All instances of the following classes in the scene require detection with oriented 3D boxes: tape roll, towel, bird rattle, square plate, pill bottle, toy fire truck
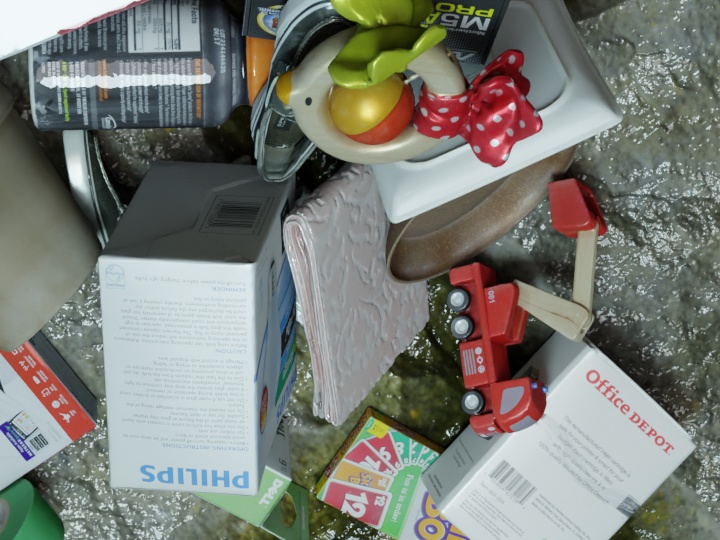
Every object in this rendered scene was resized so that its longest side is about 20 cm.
[{"bbox_3d":[-0.348,0.265,1.731,0.200,0.201,0.048,-33,111,8],"label":"tape roll"},{"bbox_3d":[0.000,0.000,1.670,0.032,0.200,0.193,5,118,25],"label":"towel"},{"bbox_3d":[0.031,-0.138,1.481,0.162,0.114,0.200,-25,144,26],"label":"bird rattle"},{"bbox_3d":[0.089,-0.144,1.608,0.199,0.199,0.029,-24,131,5],"label":"square plate"},{"bbox_3d":[-0.166,-0.167,1.620,0.198,0.106,0.107,-1,113,-5],"label":"pill bottle"},{"bbox_3d":[0.149,0.034,1.725,0.140,0.049,0.202,-13,75,22],"label":"toy fire truck"}]

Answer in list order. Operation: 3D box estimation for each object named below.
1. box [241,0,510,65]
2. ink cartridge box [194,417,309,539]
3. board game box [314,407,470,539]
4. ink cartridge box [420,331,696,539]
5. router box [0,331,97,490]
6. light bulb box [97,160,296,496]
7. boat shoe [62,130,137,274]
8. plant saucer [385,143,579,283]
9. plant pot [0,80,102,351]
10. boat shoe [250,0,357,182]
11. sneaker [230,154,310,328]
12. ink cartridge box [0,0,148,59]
[{"bbox_3d":[0.013,-0.219,1.526,0.198,0.160,0.045,7,70,-5],"label":"box"},{"bbox_3d":[-0.115,0.158,1.762,0.199,0.104,0.059,30,110,-17],"label":"ink cartridge box"},{"bbox_3d":[0.066,0.212,1.848,0.199,0.030,0.096,29,107,-19],"label":"board game box"},{"bbox_3d":[0.176,0.171,1.795,0.145,0.084,0.200,42,95,-18],"label":"ink cartridge box"},{"bbox_3d":[-0.357,0.101,1.744,0.179,0.049,0.200,-34,111,9],"label":"router box"},{"bbox_3d":[-0.124,0.042,1.594,0.124,0.199,0.202,3,116,7],"label":"light bulb box"},{"bbox_3d":[-0.200,-0.041,1.694,0.063,0.071,0.201,-15,121,1],"label":"boat shoe"},{"bbox_3d":[0.094,-0.067,1.671,0.200,0.200,0.037,-41,71,11],"label":"plant saucer"},{"bbox_3d":[-0.308,-0.034,1.602,0.200,0.200,0.174,-42,105,12],"label":"plant pot"},{"bbox_3d":[-0.036,-0.140,1.539,0.071,0.071,0.200,4,146,-15],"label":"boat shoe"},{"bbox_3d":[-0.053,-0.018,1.715,0.199,0.076,0.092,37,100,-20],"label":"sneaker"},{"bbox_3d":[-0.236,-0.249,1.528,0.145,0.200,0.083,-21,116,4],"label":"ink cartridge box"}]
